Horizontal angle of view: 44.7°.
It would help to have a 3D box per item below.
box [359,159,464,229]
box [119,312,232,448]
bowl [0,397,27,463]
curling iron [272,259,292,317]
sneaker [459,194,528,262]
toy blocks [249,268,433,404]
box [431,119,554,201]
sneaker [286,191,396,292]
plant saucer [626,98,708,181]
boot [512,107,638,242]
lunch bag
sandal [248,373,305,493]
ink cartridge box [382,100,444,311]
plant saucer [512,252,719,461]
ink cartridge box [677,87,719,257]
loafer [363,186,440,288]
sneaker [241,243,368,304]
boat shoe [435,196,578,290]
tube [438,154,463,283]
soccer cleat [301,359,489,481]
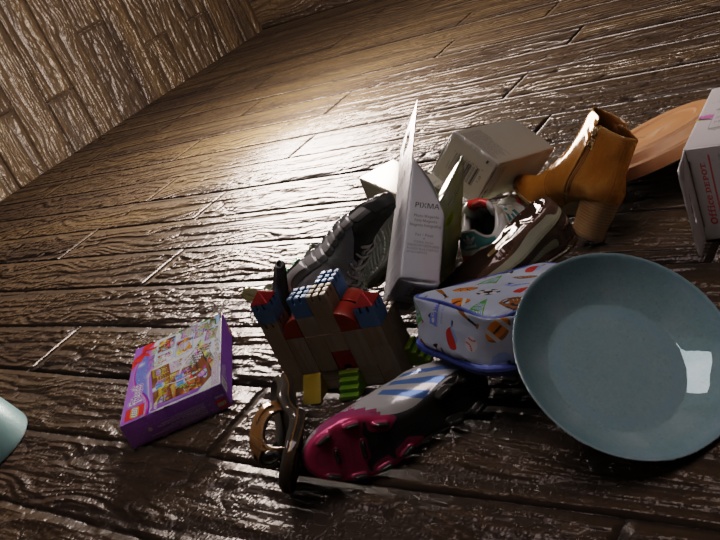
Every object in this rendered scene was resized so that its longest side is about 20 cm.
[{"bbox_3d":[0.076,-0.099,1.274,0.068,0.083,0.200,-30,26,-12],"label":"box"},{"bbox_3d":[-0.237,0.139,1.152,0.136,0.039,0.200,-23,24,2],"label":"box"},{"bbox_3d":[-0.584,0.225,1.224,0.200,0.105,0.201,-21,24,10],"label":"bowl"},{"bbox_3d":[-0.097,0.040,1.067,0.025,0.200,0.050,3,63,1],"label":"curling iron"},{"bbox_3d":[0.175,-0.063,1.111,0.070,0.094,0.200,-8,29,32],"label":"sneaker"},{"bbox_3d":[-0.032,0.064,0.995,0.199,0.137,0.100,-10,28,28],"label":"toy blocks"},{"bbox_3d":[0.185,-0.153,1.203,0.082,0.069,0.200,40,31,20],"label":"box"},{"bbox_3d":[0.000,0.000,1.048,0.200,0.116,0.075,-42,-9,39],"label":"sneaker"},{"bbox_3d":[0.389,-0.171,1.143,0.200,0.032,0.200,-30,8,5],"label":"plant saucer"},{"bbox_3d":[0.272,-0.136,1.100,0.070,0.145,0.201,5,22,-24],"label":"boot"},{"bbox_3d":[0.160,0.043,0.881,0.199,0.076,0.160,-11,11,-27],"label":"lunch bag"},{"bbox_3d":[-0.089,0.163,0.905,0.054,0.082,0.200,3,19,-11],"label":"sandal"},{"bbox_3d":[0.064,-0.066,0.987,0.057,0.201,0.163,11,-13,-2],"label":"ink cartridge box"},{"bbox_3d":[0.227,0.077,0.764,0.199,0.039,0.202,2,57,-4],"label":"plant saucer"},{"bbox_3d":[0.413,-0.114,0.967,0.067,0.117,0.200,-5,32,38],"label":"ink cartridge box"},{"bbox_3d":[0.057,-0.035,1.144,0.200,0.069,0.076,-47,41,44],"label":"loafer"},{"bbox_3d":[-0.071,0.011,1.175,0.199,0.089,0.077,-4,-9,29],"label":"sneaker"},{"bbox_3d":[0.164,0.011,1.003,0.202,0.075,0.075,-42,17,19],"label":"boat shoe"},{"bbox_3d":[0.097,-0.047,1.045,0.052,0.200,0.058,-14,60,-9],"label":"tube"},{"bbox_3d":[0.033,0.146,0.868,0.199,0.070,0.086,-22,15,-9],"label":"soccer cleat"}]
